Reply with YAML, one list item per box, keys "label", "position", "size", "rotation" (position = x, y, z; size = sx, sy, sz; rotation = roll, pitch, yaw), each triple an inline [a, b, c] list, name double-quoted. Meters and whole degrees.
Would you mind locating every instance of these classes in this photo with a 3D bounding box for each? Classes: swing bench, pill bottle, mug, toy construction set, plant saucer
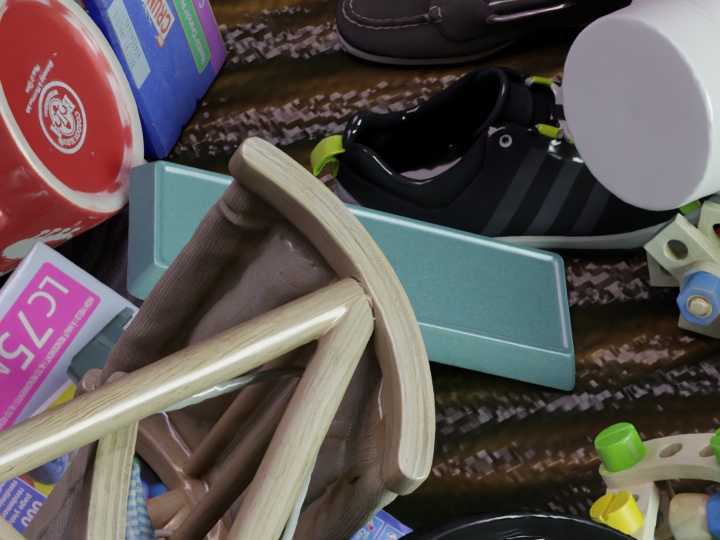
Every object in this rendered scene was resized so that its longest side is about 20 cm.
- label: "swing bench"
  position: [-0.079, 0.093, 0.935]
  size: [0.130, 0.199, 0.200]
  rotation: [43, 56, 3]
- label: "pill bottle"
  position: [0.182, -0.094, 1.156]
  size: [0.200, 0.111, 0.111]
  rotation: [-24, 46, -37]
- label: "mug"
  position: [-0.198, -0.019, 1.165]
  size: [0.200, 0.133, 0.178]
  rotation: [-23, 62, 25]
- label: "toy construction set"
  position: [0.155, 0.057, 1.101]
  size: [0.131, 0.092, 0.200]
  rotation: [-17, 37, 32]
- label: "plant saucer"
  position: [0.000, 0.000, 1.154]
  size: [0.200, 0.019, 0.070]
  rotation: [13, 48, -19]

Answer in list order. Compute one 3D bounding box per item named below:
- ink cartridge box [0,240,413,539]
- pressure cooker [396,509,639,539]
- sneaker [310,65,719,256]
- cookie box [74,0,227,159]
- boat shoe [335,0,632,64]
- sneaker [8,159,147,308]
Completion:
- label: "ink cartridge box"
  position: [-0.080, 0.092, 1.082]
  size: [0.200, 0.042, 0.119]
  rotation: [35, 67, -2]
- label: "pressure cooker"
  position: [0.034, 0.183, 0.953]
  size: [0.176, 0.200, 0.179]
  rotation: [-21, 77, -25]
- label: "sneaker"
  position: [0.079, -0.051, 1.201]
  size: [0.200, 0.083, 0.072]
  rotation: [-12, 50, 2]
- label: "cookie box"
  position: [-0.179, -0.149, 1.282]
  size: [0.200, 0.171, 0.075]
  rotation: [17, 60, 23]
- label: "boat shoe"
  position: [0.083, -0.142, 1.291]
  size: [0.199, 0.057, 0.067]
  rotation: [-5, 51, 8]
- label: "sneaker"
  position: [-0.102, -0.009, 1.227]
  size: [0.075, 0.082, 0.200]
  rotation: [-60, 39, 14]
